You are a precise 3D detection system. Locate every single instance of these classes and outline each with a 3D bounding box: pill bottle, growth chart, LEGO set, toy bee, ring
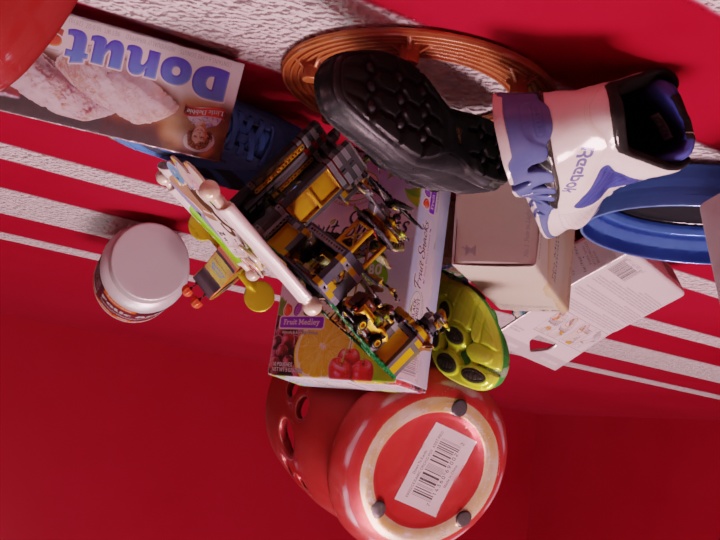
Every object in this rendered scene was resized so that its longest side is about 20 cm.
[{"bbox_3d":[-0.283,0.003,1.337,0.113,0.115,0.200,11,169,-16],"label":"pill bottle"},{"bbox_3d":[-0.096,-0.030,0.761,0.145,0.018,0.200,48,171,-21],"label":"growth chart"},{"bbox_3d":[0.000,-0.026,0.779,0.154,0.116,0.200,50,172,-31],"label":"LEGO set"},{"bbox_3d":[-0.152,0.002,1.206,0.131,0.108,0.201,42,156,21],"label":"toy bee"},{"bbox_3d":[0.041,-0.122,0.734,0.198,0.019,0.201,6,169,1],"label":"ring"}]

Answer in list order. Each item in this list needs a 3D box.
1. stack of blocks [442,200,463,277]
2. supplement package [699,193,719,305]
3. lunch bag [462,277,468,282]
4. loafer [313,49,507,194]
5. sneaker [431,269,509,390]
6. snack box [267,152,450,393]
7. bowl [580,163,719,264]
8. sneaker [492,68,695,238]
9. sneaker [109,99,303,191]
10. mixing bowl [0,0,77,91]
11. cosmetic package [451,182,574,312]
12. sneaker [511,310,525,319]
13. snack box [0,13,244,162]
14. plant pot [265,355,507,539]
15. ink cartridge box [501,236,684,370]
[{"bbox_3d":[0.024,-0.041,1.050,0.198,0.059,0.115,11,169,-17],"label":"stack of blocks"},{"bbox_3d":[0.377,0.009,0.733,0.198,0.152,0.152,14,150,-30],"label":"supplement package"},{"bbox_3d":[0.014,0.020,1.132,0.198,0.151,0.095,16,127,-12],"label":"lunch bag"},{"bbox_3d":[0.029,-0.089,0.681,0.070,0.069,0.200,-10,165,33],"label":"loafer"},{"bbox_3d":[0.098,0.046,0.937,0.083,0.075,0.200,21,-165,-21],"label":"sneaker"},{"bbox_3d":[0.000,0.000,0.896,0.141,0.202,0.053,-1,164,37],"label":"snack box"},{"bbox_3d":[0.293,-0.046,0.896,0.198,0.040,0.201,8,169,1],"label":"bowl"},{"bbox_3d":[0.165,-0.076,0.690,0.114,0.081,0.199,-9,170,20],"label":"sneaker"},{"bbox_3d":[-0.107,-0.103,0.784,0.199,0.067,0.078,16,177,-31],"label":"sneaker"},{"bbox_3d":[-0.237,-0.152,0.531,0.198,0.110,0.200,8,169,2],"label":"mixing bowl"},{"bbox_3d":[0.140,-0.031,0.912,0.072,0.105,0.200,2,169,19],"label":"cosmetic package"},{"bbox_3d":[0.210,0.012,1.156,0.089,0.079,0.200,-1,167,22],"label":"sneaker"},{"bbox_3d":[-0.182,-0.131,0.691,0.198,0.073,0.024,12,-168,-22],"label":"snack box"},{"bbox_3d":[0.026,0.152,0.980,0.199,0.202,0.182,12,-172,-23],"label":"plant pot"},{"bbox_3d":[0.238,0.032,1.106,0.175,0.045,0.200,-33,151,21],"label":"ink cartridge box"}]
